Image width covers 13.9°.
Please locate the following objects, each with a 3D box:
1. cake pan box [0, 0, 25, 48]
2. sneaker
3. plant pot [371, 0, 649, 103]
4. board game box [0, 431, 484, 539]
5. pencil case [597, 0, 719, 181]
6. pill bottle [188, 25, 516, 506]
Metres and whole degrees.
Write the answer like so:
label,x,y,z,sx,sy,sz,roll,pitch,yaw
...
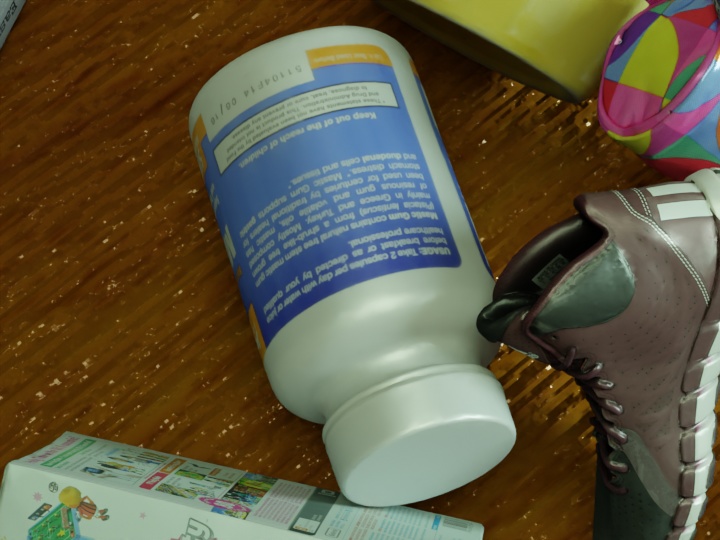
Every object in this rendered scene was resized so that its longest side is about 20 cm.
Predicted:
label,x,y,z,sx,sy,sz,roll,pitch,yaw
cake pan box,-0.271,-0.118,1.417,0.184,0.052,0.200,24,73,5
sneaker,0.098,0.047,1.296,0.115,0.200,0.076,-1,25,-24
plant pot,0.093,-0.189,1.377,0.201,0.201,0.189,27,89,8
board game box,-0.051,0.126,1.282,0.200,0.148,0.064,14,93,4
pencil case,0.198,-0.057,1.335,0.200,0.088,0.088,32,70,-29
pill bottle,0.000,0.000,1.334,0.112,0.112,0.200,-16,64,-6
